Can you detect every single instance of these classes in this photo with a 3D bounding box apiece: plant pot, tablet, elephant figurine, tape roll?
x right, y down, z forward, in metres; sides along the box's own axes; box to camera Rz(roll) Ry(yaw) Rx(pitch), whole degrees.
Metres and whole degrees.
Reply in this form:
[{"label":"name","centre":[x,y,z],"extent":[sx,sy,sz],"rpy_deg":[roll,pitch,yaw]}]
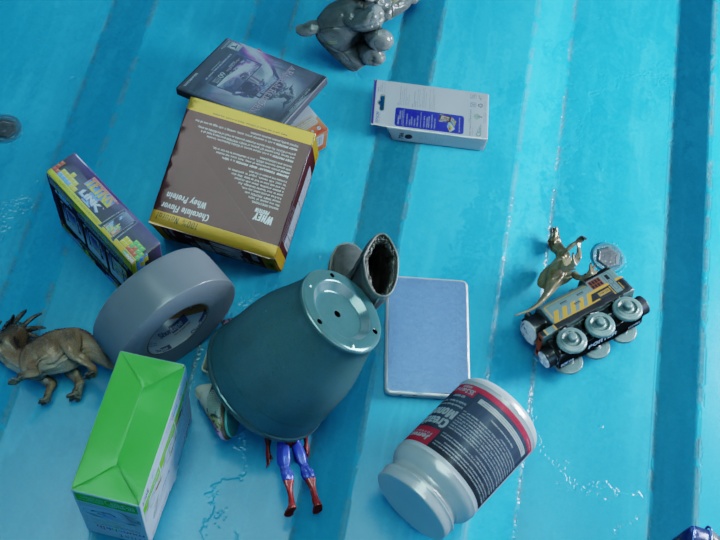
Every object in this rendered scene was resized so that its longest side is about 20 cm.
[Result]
[{"label":"plant pot","centre":[-0.077,0.103,1.572],"extent":[0.200,0.188,0.200],"rpy_deg":[29,38,-26]},{"label":"tablet","centre":[0.102,0.100,1.741],"extent":[0.130,0.014,0.200],"rpy_deg":[4,61,-4]},{"label":"elephant figurine","centre":[0.002,-0.450,1.978],"extent":[0.141,0.155,0.200],"rpy_deg":[-19,42,31]},{"label":"tape roll","centre":[-0.275,0.060,1.611],"extent":[0.200,0.200,0.066],"rpy_deg":[-35,71,-22]}]

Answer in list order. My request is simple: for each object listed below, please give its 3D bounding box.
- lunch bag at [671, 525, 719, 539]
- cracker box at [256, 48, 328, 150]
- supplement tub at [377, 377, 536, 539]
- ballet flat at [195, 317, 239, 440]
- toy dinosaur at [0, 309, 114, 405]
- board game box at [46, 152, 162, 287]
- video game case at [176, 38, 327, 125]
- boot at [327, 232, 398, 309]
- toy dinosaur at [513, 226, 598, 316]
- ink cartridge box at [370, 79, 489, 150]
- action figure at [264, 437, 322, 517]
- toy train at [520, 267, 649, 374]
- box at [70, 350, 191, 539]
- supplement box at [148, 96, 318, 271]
[{"label":"lunch bag","centre":[0.454,0.438,1.529],"extent":[0.132,0.136,0.200],"rpy_deg":[20,61,4]},{"label":"cracker box","centre":[-0.165,-0.256,1.877],"extent":[0.134,0.058,0.200],"rpy_deg":[-32,69,-21]},{"label":"supplement tub","centre":[0.135,0.260,1.586],"extent":[0.140,0.140,0.200],"rpy_deg":[41,65,15]},{"label":"ballet flat","centre":[-0.198,0.155,1.652],"extent":[0.071,0.069,0.200],"rpy_deg":[1,56,14]},{"label":"toy dinosaur","centre":[-0.441,0.113,1.634],"extent":[0.200,0.086,0.136],"rpy_deg":[-5,56,-16]},{"label":"board game box","centre":[-0.370,-0.053,1.681],"extent":[0.057,0.165,0.200],"rpy_deg":[-38,73,-23]},{"label":"video game case","centre":[-0.174,-0.298,1.838],"extent":[0.200,0.019,0.143],"rpy_deg":[24,56,21]},{"label":"boot","centre":[0.002,-0.001,1.676],"extent":[0.073,0.200,0.182],"rpy_deg":[-4,62,-10]},{"label":"toy dinosaur","centre":[0.309,0.006,1.772],"extent":[0.058,0.101,0.200],"rpy_deg":[44,46,-19]},{"label":"ink cartridge box","centre":[0.115,-0.262,1.925],"extent":[0.200,0.039,0.099],"rpy_deg":[8,61,-4]},{"label":"action figure","centre":[-0.101,0.250,1.616],"extent":[0.065,0.052,0.200],"rpy_deg":[-5,57,-15]},{"label":"toy train","centre":[0.342,0.077,1.749],"extent":[0.200,0.085,0.114],"rpy_deg":[-27,55,-16]},{"label":"box","centre":[-0.297,0.239,1.525],"extent":[0.097,0.176,0.200],"rpy_deg":[13,61,1]},{"label":"supplement box","centre":[-0.187,-0.126,1.727],"extent":[0.197,0.133,0.200],"rpy_deg":[16,82,2]}]
